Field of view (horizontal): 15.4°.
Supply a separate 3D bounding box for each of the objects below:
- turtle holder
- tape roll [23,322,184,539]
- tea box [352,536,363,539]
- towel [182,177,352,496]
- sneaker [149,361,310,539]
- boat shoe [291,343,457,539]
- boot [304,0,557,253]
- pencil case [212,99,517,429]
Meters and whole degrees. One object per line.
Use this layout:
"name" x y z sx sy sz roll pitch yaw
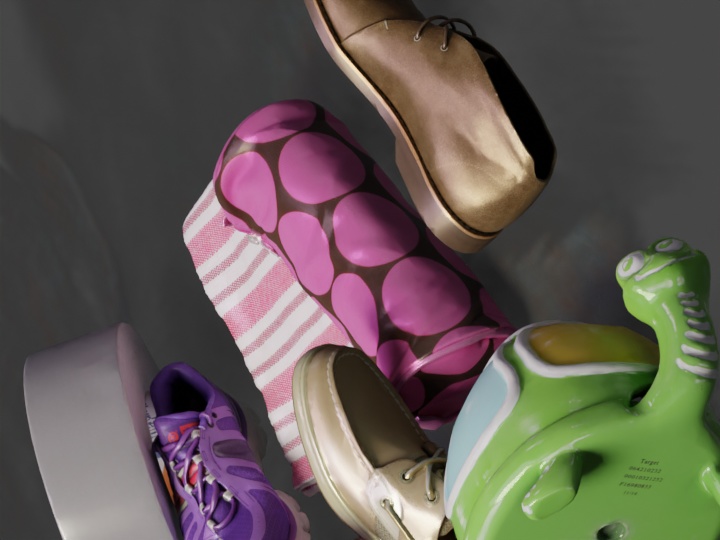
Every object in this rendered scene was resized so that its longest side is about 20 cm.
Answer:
"turtle holder" 0.106 0.081 1.283 0.132 0.140 0.186 -111 11 -46
"tape roll" -0.148 0.137 1.697 0.200 0.066 0.201 -20 -90 -85
"tea box" 0.005 0.267 1.486 0.134 0.199 0.198 41 137 39
"towel" -0.044 0.022 1.598 0.201 0.030 0.146 63 148 15
"sneaker" -0.094 0.130 1.621 0.083 0.081 0.200 50 -174 -36
"boat shoe" 0.036 0.121 1.364 0.065 0.072 0.201 -31 86 41
"boot" 0.035 -0.114 1.376 0.075 0.073 0.201 -40 75 38
"pencil case" 0.000 0.000 1.462 0.094 0.091 0.200 -52 56 20
